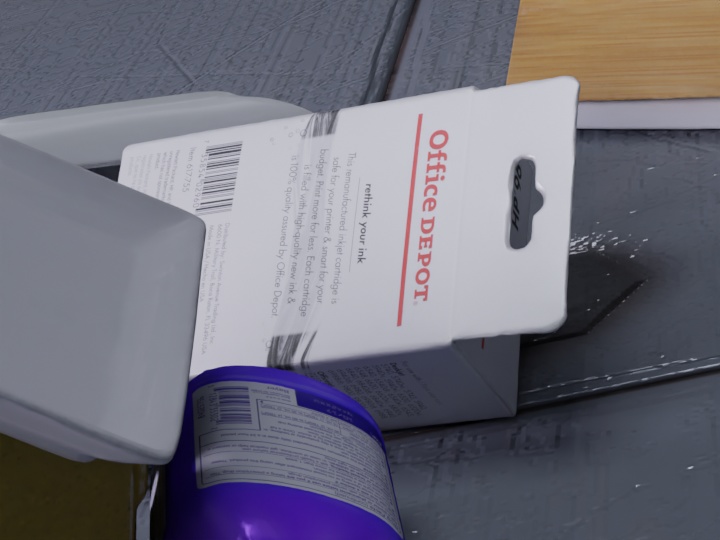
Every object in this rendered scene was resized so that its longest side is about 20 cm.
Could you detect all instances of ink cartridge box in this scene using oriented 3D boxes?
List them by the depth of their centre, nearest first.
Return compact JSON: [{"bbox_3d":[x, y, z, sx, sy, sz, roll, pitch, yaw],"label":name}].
[{"bbox_3d":[0.000,0.000,0.901,0.199,0.068,0.116,-8,59,24],"label":"ink cartridge box"}]

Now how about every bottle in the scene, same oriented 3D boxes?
[{"bbox_3d":[-0.025,0.096,0.732,0.083,0.066,0.200,14,18,-11],"label":"bottle"}]

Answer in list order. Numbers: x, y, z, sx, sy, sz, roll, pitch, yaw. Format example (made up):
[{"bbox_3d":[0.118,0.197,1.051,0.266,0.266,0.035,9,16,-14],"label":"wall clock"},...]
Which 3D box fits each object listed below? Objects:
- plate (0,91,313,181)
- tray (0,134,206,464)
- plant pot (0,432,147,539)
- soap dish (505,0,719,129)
[{"bbox_3d":[-0.146,-0.047,1.063,0.199,0.032,0.200,-12,-2,-36],"label":"plate"},{"bbox_3d":[-0.103,0.005,0.700,0.107,0.022,0.200,23,18,-9],"label":"tray"},{"bbox_3d":[-0.167,0.082,0.731,0.199,0.196,0.194,0,20,-5],"label":"plant pot"},{"bbox_3d":[0.188,-0.134,1.147,0.199,0.082,0.157,2,28,44],"label":"soap dish"}]
